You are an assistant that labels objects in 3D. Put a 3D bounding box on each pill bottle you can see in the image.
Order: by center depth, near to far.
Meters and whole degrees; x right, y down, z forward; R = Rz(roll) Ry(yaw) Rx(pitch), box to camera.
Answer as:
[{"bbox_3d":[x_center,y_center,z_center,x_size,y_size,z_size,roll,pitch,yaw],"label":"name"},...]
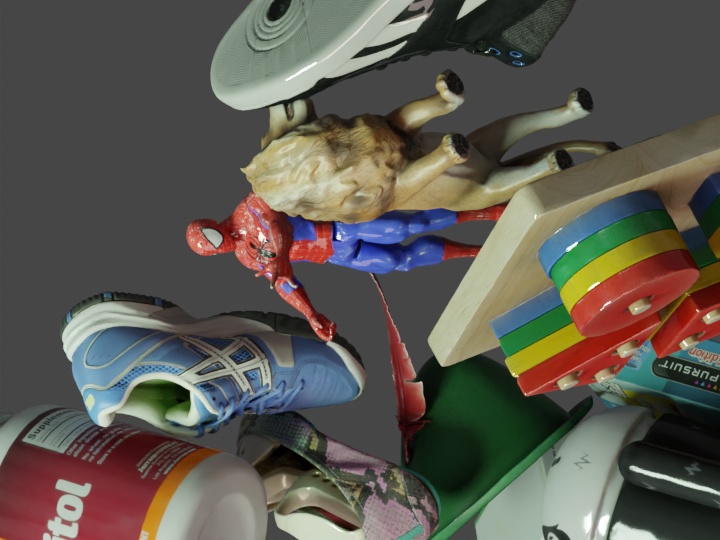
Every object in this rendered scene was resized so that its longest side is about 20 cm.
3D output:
[{"bbox_3d":[-0.167,0.148,1.263,0.199,0.113,0.113,12,154,28],"label":"pill bottle"}]

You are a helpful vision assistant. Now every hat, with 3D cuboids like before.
[{"bbox_3d":[0.040,0.073,1.336,0.166,0.176,0.200,-36,172,-48],"label":"hat"}]

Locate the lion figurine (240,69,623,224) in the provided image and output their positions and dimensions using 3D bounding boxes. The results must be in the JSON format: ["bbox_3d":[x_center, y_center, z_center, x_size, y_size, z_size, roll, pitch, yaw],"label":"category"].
[{"bbox_3d":[0.041,-0.058,1.116,0.200,0.073,0.122,11,151,-41],"label":"lion figurine"}]

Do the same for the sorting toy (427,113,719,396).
[{"bbox_3d":[0.158,-0.002,1.098,0.198,0.070,0.200,-20,161,-20],"label":"sorting toy"}]

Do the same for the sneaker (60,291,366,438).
[{"bbox_3d":[-0.089,0.070,1.263,0.199,0.077,0.076,6,140,-24],"label":"sneaker"}]

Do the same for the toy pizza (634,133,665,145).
[{"bbox_3d":[0.152,-0.031,1.178,0.200,0.032,0.200,-24,162,-8],"label":"toy pizza"}]

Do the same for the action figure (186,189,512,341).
[{"bbox_3d":[0.000,0.000,1.171,0.199,0.099,0.065,3,135,-13],"label":"action figure"}]

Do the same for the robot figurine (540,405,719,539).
[{"bbox_3d":[0.208,0.160,1.246,0.199,0.125,0.151,18,116,22],"label":"robot figurine"}]

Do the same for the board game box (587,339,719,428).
[{"bbox_3d":[0.256,0.100,1.314,0.200,0.047,0.151,16,161,37],"label":"board game box"}]

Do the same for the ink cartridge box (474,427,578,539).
[{"bbox_3d":[0.202,0.184,1.482,0.199,0.083,0.147,2,143,-17],"label":"ink cartridge box"}]

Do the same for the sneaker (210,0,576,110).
[{"bbox_3d":[0.029,-0.121,1.027,0.200,0.073,0.112,-32,138,26],"label":"sneaker"}]

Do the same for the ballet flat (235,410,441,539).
[{"bbox_3d":[-0.034,0.136,1.285,0.071,0.200,0.069,-32,122,-28],"label":"ballet flat"}]
